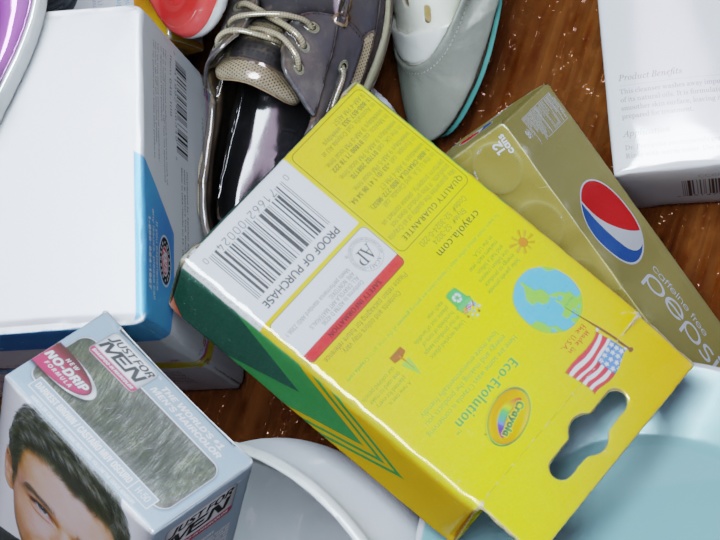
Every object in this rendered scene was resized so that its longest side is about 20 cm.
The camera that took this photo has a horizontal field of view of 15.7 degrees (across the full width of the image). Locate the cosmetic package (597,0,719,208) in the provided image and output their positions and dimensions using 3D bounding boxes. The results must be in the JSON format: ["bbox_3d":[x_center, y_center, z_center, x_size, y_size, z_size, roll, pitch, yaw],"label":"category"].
[{"bbox_3d":[0.171,-0.138,1.279,0.113,0.081,0.201,-4,78,8],"label":"cosmetic package"}]

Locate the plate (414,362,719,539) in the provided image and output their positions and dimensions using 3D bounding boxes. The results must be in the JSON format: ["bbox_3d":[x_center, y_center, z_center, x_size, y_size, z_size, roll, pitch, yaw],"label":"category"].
[{"bbox_3d":[0.122,0.125,1.134,0.200,0.026,0.200,-8,50,9],"label":"plate"}]

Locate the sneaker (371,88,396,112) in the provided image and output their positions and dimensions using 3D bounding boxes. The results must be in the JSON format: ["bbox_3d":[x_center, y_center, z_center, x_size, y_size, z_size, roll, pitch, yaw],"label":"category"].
[{"bbox_3d":[0.000,0.000,1.281,0.115,0.075,0.200,-32,79,-1],"label":"sneaker"}]

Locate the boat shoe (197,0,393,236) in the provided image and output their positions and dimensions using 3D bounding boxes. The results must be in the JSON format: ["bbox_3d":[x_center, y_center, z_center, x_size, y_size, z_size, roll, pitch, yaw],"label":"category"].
[{"bbox_3d":[-0.033,-0.094,1.220,0.074,0.073,0.201,8,94,18],"label":"boat shoe"}]

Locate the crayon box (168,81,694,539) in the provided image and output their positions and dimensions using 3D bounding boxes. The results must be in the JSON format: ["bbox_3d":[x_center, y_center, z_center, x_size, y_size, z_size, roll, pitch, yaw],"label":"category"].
[{"bbox_3d":[0.031,0.028,1.152,0.200,0.051,0.127,40,65,7],"label":"crayon box"}]

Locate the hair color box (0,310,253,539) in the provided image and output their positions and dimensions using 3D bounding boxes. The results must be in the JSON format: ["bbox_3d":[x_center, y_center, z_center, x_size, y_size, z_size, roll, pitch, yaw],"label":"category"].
[{"bbox_3d":[-0.113,0.121,1.162,0.061,0.200,0.099,-33,66,-32],"label":"hair color box"}]

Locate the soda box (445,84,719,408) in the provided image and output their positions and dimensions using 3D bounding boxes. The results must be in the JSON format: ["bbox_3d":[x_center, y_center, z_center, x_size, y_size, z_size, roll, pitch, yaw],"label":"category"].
[{"bbox_3d":[0.111,0.016,1.226,0.068,0.064,0.200,-34,94,32],"label":"soda box"}]

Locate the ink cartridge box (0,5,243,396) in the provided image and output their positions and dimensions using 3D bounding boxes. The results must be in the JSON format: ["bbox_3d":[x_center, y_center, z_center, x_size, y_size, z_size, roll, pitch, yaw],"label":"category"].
[{"bbox_3d":[-0.146,-0.025,1.246,0.146,0.200,0.147,-4,78,10],"label":"ink cartridge box"}]

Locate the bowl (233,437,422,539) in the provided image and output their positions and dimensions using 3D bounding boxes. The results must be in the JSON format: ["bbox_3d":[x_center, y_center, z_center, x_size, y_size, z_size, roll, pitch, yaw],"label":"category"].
[{"bbox_3d":[-0.017,0.159,1.225,0.090,0.201,0.201,-25,71,-42],"label":"bowl"}]

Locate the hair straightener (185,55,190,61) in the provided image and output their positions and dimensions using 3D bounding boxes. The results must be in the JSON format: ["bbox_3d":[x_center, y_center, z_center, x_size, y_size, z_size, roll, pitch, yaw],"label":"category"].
[{"bbox_3d":[-0.028,-0.180,1.348,0.200,0.041,0.077,-50,57,3],"label":"hair straightener"}]

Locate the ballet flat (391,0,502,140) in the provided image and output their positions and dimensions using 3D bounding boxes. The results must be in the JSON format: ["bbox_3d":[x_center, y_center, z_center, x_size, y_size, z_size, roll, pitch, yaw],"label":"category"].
[{"bbox_3d":[0.045,-0.161,1.281,0.067,0.064,0.200,46,119,54],"label":"ballet flat"}]

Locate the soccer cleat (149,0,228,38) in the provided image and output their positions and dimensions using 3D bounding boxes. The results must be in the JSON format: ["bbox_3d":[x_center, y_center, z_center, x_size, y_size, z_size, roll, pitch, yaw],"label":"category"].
[{"bbox_3d":[-0.067,-0.207,1.225,0.069,0.085,0.201,-12,78,45],"label":"soccer cleat"}]

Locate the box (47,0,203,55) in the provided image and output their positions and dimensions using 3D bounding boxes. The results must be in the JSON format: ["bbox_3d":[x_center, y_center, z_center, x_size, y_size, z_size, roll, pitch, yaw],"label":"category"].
[{"bbox_3d":[-0.175,-0.151,1.295,0.200,0.041,0.119,-9,81,27],"label":"box"}]

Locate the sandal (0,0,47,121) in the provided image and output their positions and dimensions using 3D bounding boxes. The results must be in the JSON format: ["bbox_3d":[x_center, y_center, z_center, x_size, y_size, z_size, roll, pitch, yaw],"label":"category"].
[{"bbox_3d":[-0.189,-0.091,1.137,0.082,0.050,0.203,11,82,13],"label":"sandal"}]
